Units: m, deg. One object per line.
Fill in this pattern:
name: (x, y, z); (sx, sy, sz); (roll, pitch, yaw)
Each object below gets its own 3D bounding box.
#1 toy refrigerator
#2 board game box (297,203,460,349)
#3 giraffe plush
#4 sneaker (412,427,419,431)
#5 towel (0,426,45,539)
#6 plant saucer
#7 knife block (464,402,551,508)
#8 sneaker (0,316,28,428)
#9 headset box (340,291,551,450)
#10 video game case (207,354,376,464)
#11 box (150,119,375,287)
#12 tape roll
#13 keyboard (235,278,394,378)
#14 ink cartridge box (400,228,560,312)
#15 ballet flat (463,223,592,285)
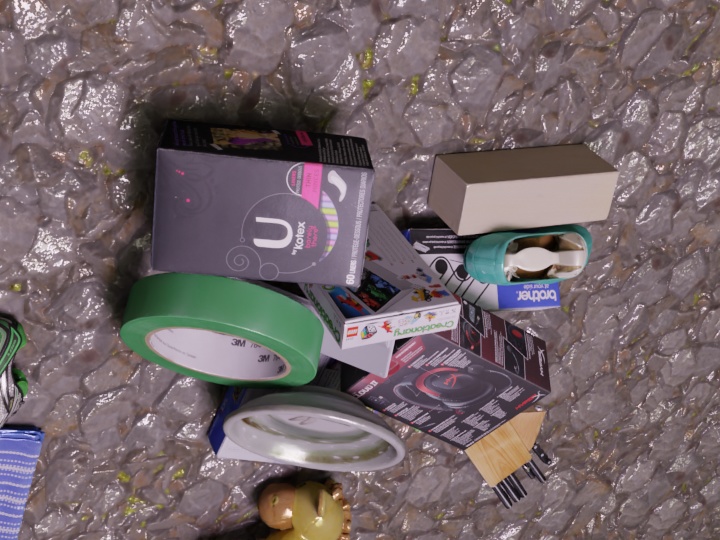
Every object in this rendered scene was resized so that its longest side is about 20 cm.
toy refrigerator: (0.182, -0.090, 1.289); (0.199, 0.076, 0.070); (-8, 123, -25)
board game box: (0.000, 0.000, 1.167); (0.126, 0.200, 0.035); (-8, 126, -23)
giraffe plush: (-0.080, 0.328, 1.385); (0.199, 0.172, 0.163); (18, 90, -24)
sneaker: (0.099, 0.111, 1.375); (0.083, 0.077, 0.201); (2, 120, -25)
towel: (-0.424, 0.248, 1.217); (0.144, 0.024, 0.201); (5, 118, -30)
plant saucer: (-0.047, 0.166, 1.246); (0.199, 0.050, 0.200); (8, 155, 4)
knife block: (0.162, 0.237, 1.499); (0.199, 0.064, 0.176); (2, 119, -29)
sneaker: (-0.368, 0.141, 1.128); (0.085, 0.078, 0.201); (1, 110, -33)
headset box: (0.083, 0.102, 1.248); (0.199, 0.075, 0.149); (26, 133, -25)
video game case: (-0.057, 0.134, 1.325); (0.181, 0.045, 0.201); (13, 113, -32)
box: (-0.093, -0.065, 1.088); (0.199, 0.106, 0.123); (4, 112, -5)
tape roll: (-0.138, 0.064, 1.150); (0.200, 0.200, 0.048); (31, 61, -38)
keyboard: (-0.058, 0.055, 1.203); (0.011, 0.199, 0.056); (-49, 154, -51)
ink cartridge box: (0.135, 0.001, 1.312); (0.199, 0.044, 0.095); (-2, 84, -29)
ballet flat: (0.207, -0.013, 1.279); (0.199, 0.070, 0.068); (-6, 103, -37)
